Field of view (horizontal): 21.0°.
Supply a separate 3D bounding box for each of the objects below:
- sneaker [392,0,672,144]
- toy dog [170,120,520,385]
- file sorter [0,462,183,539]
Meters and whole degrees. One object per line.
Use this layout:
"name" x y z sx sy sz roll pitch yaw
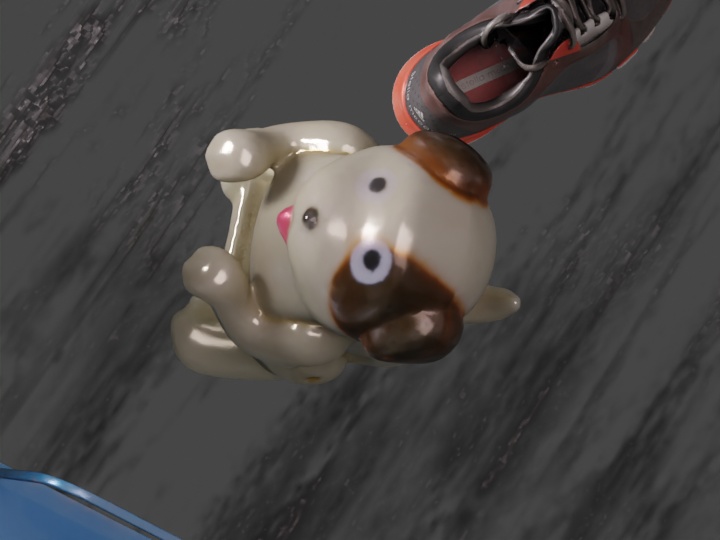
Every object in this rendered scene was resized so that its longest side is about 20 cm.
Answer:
"sneaker" 0.112 -0.134 1.088 0.200 0.082 0.077 -37 93 -15
"toy dog" 0.000 0.000 0.982 0.193 0.200 0.140 25 78 -9
"file sorter" -0.154 0.209 0.937 0.138 0.122 0.201 31 72 -26
